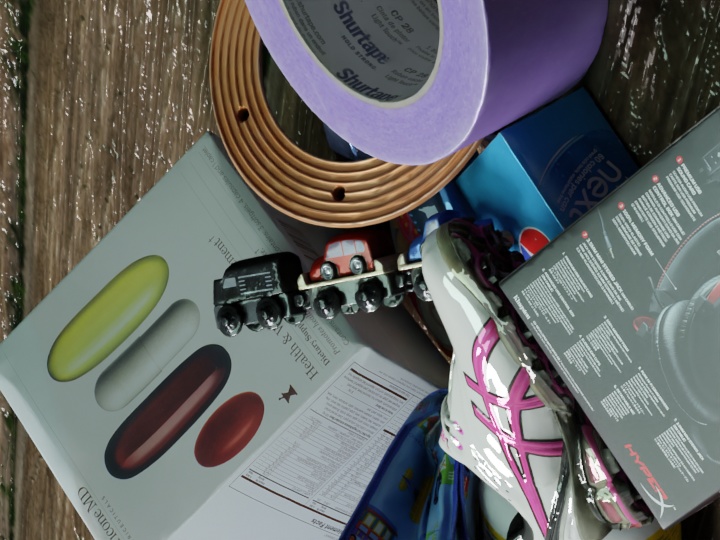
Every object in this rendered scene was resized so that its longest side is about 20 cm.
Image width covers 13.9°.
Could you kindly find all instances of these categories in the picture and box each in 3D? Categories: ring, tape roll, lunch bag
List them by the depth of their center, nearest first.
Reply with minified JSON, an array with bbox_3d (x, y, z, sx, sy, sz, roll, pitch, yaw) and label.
[{"bbox_3d":[0.025,-0.160,1.468,0.200,0.085,0.201,36,141,36],"label":"tape roll"},{"bbox_3d":[0.002,-0.122,1.603,0.199,0.019,0.202,-7,78,32],"label":"ring"},{"bbox_3d":[0.034,0.172,1.679,0.093,0.201,0.151,7,149,17],"label":"lunch bag"}]

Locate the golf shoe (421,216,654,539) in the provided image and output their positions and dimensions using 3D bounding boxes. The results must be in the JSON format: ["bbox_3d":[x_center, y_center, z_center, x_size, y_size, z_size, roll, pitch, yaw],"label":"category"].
[{"bbox_3d":[0.072,0.066,1.511,0.092,0.073,0.201,-22,115,18],"label":"golf shoe"}]

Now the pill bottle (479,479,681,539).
[{"bbox_3d":[0.124,0.151,1.659,0.112,0.112,0.201,33,142,40],"label":"pill bottle"}]

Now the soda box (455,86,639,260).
[{"bbox_3d":[0.138,0.010,1.566,0.201,0.064,0.068,56,151,8],"label":"soda box"}]

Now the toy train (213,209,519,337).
[{"bbox_3d":[0.000,0.000,1.603,0.199,0.034,0.046,-11,90,35],"label":"toy train"}]

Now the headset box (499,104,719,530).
[{"bbox_3d":[0.188,0.006,1.412,0.200,0.075,0.149,-41,79,34],"label":"headset box"}]

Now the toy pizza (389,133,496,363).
[{"bbox_3d":[0.074,0.009,1.701,0.200,0.032,0.201,38,144,35],"label":"toy pizza"}]

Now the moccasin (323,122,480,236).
[{"bbox_3d":[0.014,-0.084,1.647,0.068,0.080,0.201,-32,65,20],"label":"moccasin"}]

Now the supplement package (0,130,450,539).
[{"bbox_3d":[-0.077,0.068,1.753,0.191,0.200,0.147,52,-168,34],"label":"supplement package"}]
